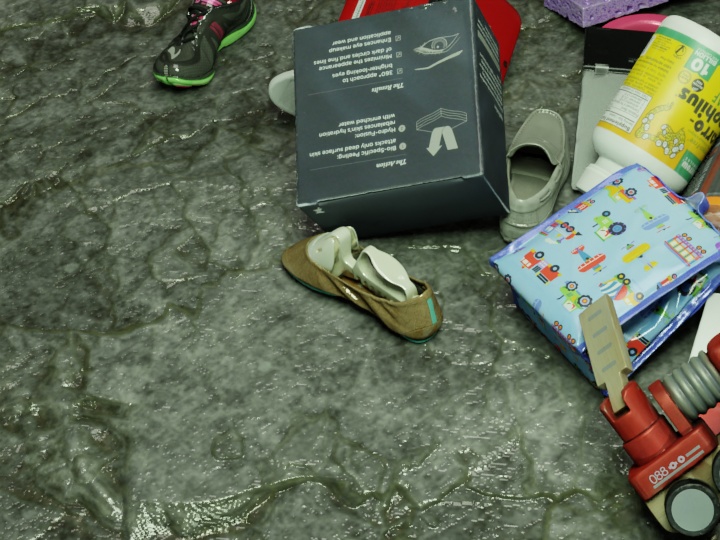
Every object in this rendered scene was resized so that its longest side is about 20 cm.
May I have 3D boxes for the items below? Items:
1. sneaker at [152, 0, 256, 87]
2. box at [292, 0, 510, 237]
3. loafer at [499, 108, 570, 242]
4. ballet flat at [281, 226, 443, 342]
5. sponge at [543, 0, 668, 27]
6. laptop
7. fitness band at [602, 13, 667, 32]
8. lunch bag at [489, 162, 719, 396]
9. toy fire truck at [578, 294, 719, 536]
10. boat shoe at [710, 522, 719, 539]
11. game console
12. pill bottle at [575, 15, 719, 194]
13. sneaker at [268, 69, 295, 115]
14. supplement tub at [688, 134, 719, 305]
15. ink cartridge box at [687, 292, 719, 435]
[{"bbox_3d":[-0.191,-0.289,1.890,0.076,0.084,0.201,12,45,17],"label":"sneaker"},{"bbox_3d":[0.041,-0.153,1.623,0.195,0.117,0.202,-8,69,18],"label":"box"},{"bbox_3d":[0.187,-0.111,1.689,0.069,0.070,0.201,5,44,9],"label":"loafer"},{"bbox_3d":[0.000,0.000,1.581,0.199,0.073,0.068,32,53,32],"label":"ballet flat"},{"bbox_3d":[0.333,-0.348,1.939,0.198,0.030,0.112,-17,27,-15],"label":"sponge"},{"bbox_3d":[0.332,-0.174,1.747,0.185,0.117,0.200,6,29,6],"label":"laptop"},{"bbox_3d":[0.354,-0.229,1.833,0.143,0.038,0.200,-19,46,-20],"label":"fitness band"},{"bbox_3d":[0.251,-0.009,1.511,0.200,0.094,0.151,-40,50,-2],"label":"lunch bag"},{"bbox_3d":[0.279,0.096,1.355,0.176,0.129,0.201,-39,86,11],"label":"toy fire truck"},{"bbox_3d":[0.332,0.240,1.321,0.073,0.075,0.200,2,38,43],"label":"boat shoe"},{"bbox_3d":[0.070,-0.254,1.801,0.171,0.119,0.201,7,59,23],"label":"game console"},{"bbox_3d":[0.308,-0.149,1.634,0.113,0.113,0.201,35,94,34],"label":"pill bottle"},{"bbox_3d":[-0.017,-0.231,1.832,0.198,0.071,0.100,-8,43,-14],"label":"sneaker"},{"bbox_3d":[0.379,-0.058,1.587,0.106,0.107,0.201,19,56,22],"label":"supplement tub"},{"bbox_3d":[0.391,0.112,1.421,0.198,0.045,0.177,8,53,23],"label":"ink cartridge box"}]
